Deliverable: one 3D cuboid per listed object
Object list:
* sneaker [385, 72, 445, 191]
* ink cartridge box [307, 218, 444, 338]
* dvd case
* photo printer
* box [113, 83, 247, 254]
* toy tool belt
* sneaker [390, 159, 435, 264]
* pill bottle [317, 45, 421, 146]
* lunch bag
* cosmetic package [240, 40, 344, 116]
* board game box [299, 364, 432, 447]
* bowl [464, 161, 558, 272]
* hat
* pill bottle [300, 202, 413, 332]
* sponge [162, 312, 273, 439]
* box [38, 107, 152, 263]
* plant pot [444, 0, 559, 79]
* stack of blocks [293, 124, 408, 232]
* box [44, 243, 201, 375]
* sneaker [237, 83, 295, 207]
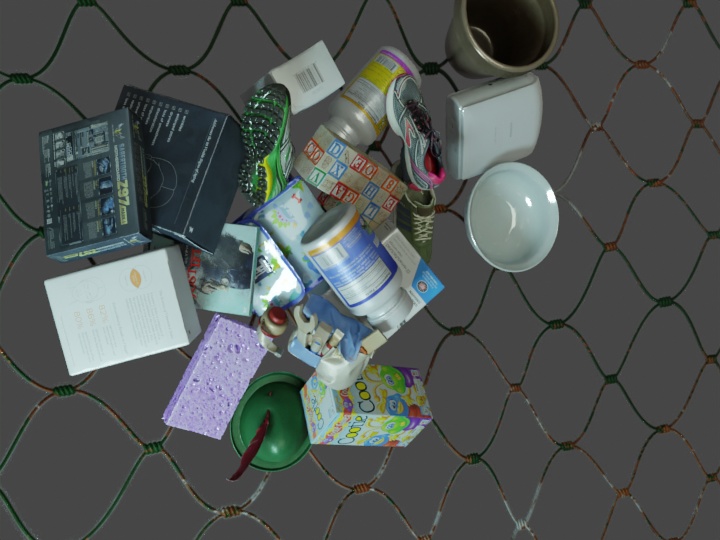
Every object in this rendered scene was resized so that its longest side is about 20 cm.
[{"bbox_3d":[0.104,-0.242,1.556,0.079,0.074,0.204,-21,100,-29],"label":"sneaker"},{"bbox_3d":[0.026,0.035,1.586,0.199,0.084,0.146,-42,108,2],"label":"ink cartridge box"},{"bbox_3d":[-0.265,-0.010,1.478,0.195,0.022,0.150,8,94,13],"label":"dvd case"},{"bbox_3d":[0.254,-0.274,1.680,0.197,0.070,0.169,-21,131,-21],"label":"photo printer"},{"bbox_3d":[-0.301,-0.159,1.422,0.193,0.124,0.204,18,83,19],"label":"box"},{"bbox_3d":[-0.061,0.094,1.472,0.197,0.124,0.126,31,40,-5],"label":"toy tool belt"},{"bbox_3d":[0.103,-0.104,1.644,0.066,0.090,0.205,-12,95,-21],"label":"sneaker"},{"bbox_3d":[0.012,-0.294,1.599,0.104,0.104,0.201,44,76,-16],"label":"pill bottle"},{"bbox_3d":[-0.139,-0.037,1.537,0.199,0.127,0.171,-37,101,-7],"label":"lunch bag"},{"bbox_3d":[-0.117,-0.301,1.497,0.112,0.199,0.082,-35,103,-20],"label":"cosmetic package"},{"bbox_3d":[0.010,0.234,1.568,0.196,0.103,0.106,8,48,-31],"label":"board game box"},{"bbox_3d":[0.271,-0.099,1.710,0.197,0.090,0.206,0,90,-22],"label":"bowl"},{"bbox_3d":[-0.127,0.279,1.511,0.164,0.175,0.203,33,79,-18],"label":"hat"},{"bbox_3d":[0.000,0.000,1.470,0.112,0.112,0.201,-43,110,-15],"label":"pill bottle"},{"bbox_3d":[-0.239,0.180,1.509,0.110,0.030,0.203,25,95,-35],"label":"sponge"},{"bbox_3d":[-0.398,-0.127,1.351,0.154,0.051,0.205,-13,75,12],"label":"box"},{"bbox_3d":[0.238,-0.430,1.640,0.196,0.174,0.205,3,80,-17],"label":"plant pot"},{"bbox_3d":[-0.022,-0.150,1.553,0.198,0.059,0.116,28,103,-43],"label":"stack of blocks"},{"bbox_3d":[-0.370,0.059,1.419,0.195,0.106,0.156,-14,96,1],"label":"box"},{"bbox_3d":[-0.141,-0.203,1.416,0.085,0.077,0.203,-34,148,-46],"label":"sneaker"}]
